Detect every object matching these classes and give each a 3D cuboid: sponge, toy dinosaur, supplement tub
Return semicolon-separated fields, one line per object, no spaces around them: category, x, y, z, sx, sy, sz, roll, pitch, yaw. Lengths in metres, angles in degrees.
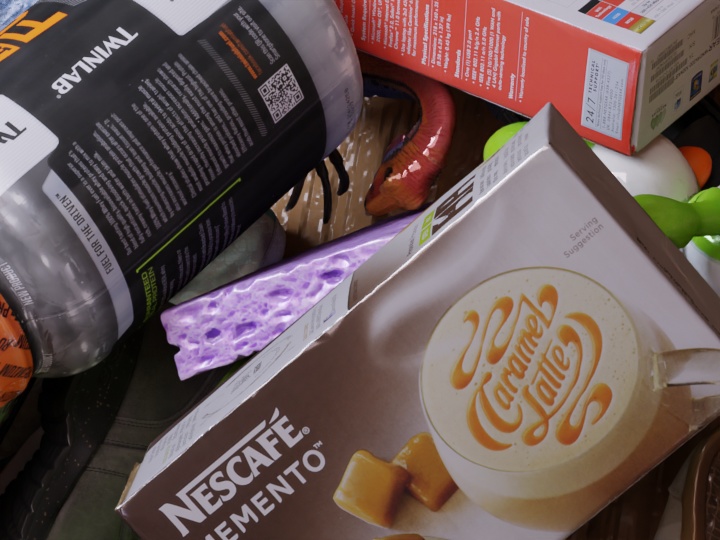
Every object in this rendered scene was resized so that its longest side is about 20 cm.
sponge;0.000;0.000;1.102;0.111;0.200;0.030;-19;92;15
toy dinosaur;-0.018;-0.091;1.155;0.105;0.200;0.181;-45;18;-7
supplement tub;-0.104;-0.043;1.053;0.122;0.123;0.200;32;60;28

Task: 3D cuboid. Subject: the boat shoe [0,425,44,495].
boat shoe;-0.164;0.159;1.190;0.065;0.074;0.200;36;97;10

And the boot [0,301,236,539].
boot;-0.085;0.112;1.144;0.200;0.131;0.070;-67;20;2

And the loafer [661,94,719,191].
loafer;0.134;-0.032;1.119;0.068;0.070;0.201;-41;64;7

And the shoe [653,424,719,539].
shoe;0.138;0.157;1.077;0.070;0.053;0.201;14;85;-8

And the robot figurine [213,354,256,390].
robot figurine;0.009;0.104;1.079;0.175;0.116;0.200;37;106;-2

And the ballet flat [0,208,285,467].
ballet flat;-0.126;0.019;1.217;0.200;0.062;0.068;-34;40;10

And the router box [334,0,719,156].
router box;0.089;-0.139;1.116;0.179;0.049;0.200;24;42;28

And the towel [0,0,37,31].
towel;-0.172;-0.126;1.293;0.111;0.049;0.200;-21;68;17

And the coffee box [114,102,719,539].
coffee box;0.027;0.051;0.962;0.200;0.080;0.114;-39;98;12

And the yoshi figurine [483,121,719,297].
yoshi figurine;0.130;0.005;1.036;0.200;0.112;0.113;17;106;19

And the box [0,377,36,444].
box;-0.192;0.098;1.136;0.038;0.200;0.137;32;44;-1
